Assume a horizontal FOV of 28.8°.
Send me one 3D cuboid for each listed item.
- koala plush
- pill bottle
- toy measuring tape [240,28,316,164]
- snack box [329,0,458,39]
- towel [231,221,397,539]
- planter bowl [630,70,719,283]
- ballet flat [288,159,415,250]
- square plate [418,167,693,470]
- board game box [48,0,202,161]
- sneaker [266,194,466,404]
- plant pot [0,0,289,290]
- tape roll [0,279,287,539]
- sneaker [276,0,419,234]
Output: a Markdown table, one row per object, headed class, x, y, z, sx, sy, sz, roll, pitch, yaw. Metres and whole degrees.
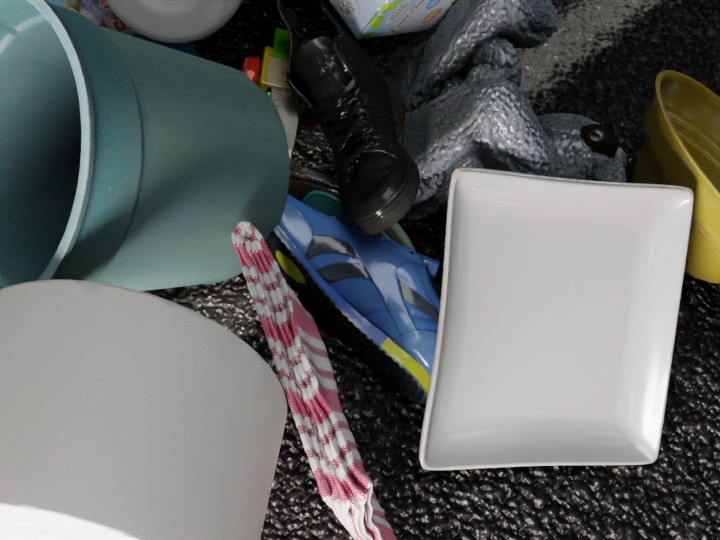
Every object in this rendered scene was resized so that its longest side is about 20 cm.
| class | x | y | z | sx | sy | sz | roll | pitch | yaw |
| --- | --- | --- | --- | --- | --- | --- | --- | --- | --- |
| koala plush | 0.121 | -0.083 | 1.056 | 0.199 | 0.184 | 0.178 | 29 | 47 | -24 |
| pill bottle | -0.121 | -0.257 | 1.067 | 0.113 | 0.115 | 0.200 | 21 | 29 | -2 |
| toy measuring tape | -0.062 | -0.111 | 1.037 | 0.073 | 0.074 | 0.201 | 13 | 35 | -9 |
| snack box | 0.023 | -0.266 | 1.068 | 0.199 | 0.068 | 0.169 | -18 | 70 | -53 |
| towel | -0.024 | 0.079 | 0.891 | 0.030 | 0.147 | 0.201 | -22 | 63 | 1 |
| planter bowl | 0.270 | -0.053 | 1.087 | 0.200 | 0.083 | 0.201 | 33 | 32 | -24 |
| ballet flat | -0.045 | -0.054 | 1.027 | 0.199 | 0.069 | 0.071 | 22 | 37 | 0 |
| square plate | 0.132 | 0.035 | 0.963 | 0.197 | 0.028 | 0.202 | 3 | 98 | -27 |
| board game box | -0.228 | -0.154 | 1.045 | 0.199 | 0.041 | 0.201 | -24 | 66 | -29 |
| sneaker | 0.000 | 0.000 | 0.980 | 0.200 | 0.066 | 0.078 | 44 | 74 | 2 |
| plant pot | -0.161 | -0.068 | 0.889 | 0.195 | 0.200 | 0.201 | 0 | 52 | -50 |
| tape roll | -0.150 | 0.120 | 0.786 | 0.201 | 0.203 | 0.140 | 15 | 53 | -7 |
| sneaker | -0.014 | -0.116 | 0.977 | 0.104 | 0.060 | 0.201 | 45 | 24 | -30 |
